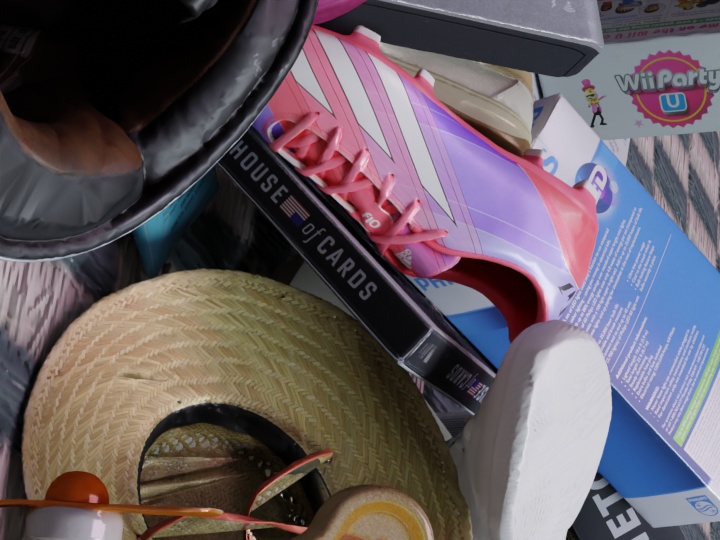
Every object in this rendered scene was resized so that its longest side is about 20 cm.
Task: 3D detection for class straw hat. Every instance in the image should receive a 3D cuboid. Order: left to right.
[{"bbox_3d":[-0.057,0.107,0.865,0.085,0.200,0.202,126,-20,-52],"label":"straw hat"}]

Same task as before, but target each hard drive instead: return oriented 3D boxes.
[{"bbox_3d":[0.031,-0.189,0.928,0.139,0.033,0.201,8,61,-26],"label":"hard drive"}]

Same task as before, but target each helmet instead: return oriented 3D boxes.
[{"bbox_3d":[-0.126,-0.112,0.604,0.200,0.190,0.200,-34,142,-31],"label":"helmet"}]

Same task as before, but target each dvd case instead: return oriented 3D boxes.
[{"bbox_3d":[0.000,0.000,0.946,0.150,0.025,0.200,47,3,19],"label":"dvd case"}]

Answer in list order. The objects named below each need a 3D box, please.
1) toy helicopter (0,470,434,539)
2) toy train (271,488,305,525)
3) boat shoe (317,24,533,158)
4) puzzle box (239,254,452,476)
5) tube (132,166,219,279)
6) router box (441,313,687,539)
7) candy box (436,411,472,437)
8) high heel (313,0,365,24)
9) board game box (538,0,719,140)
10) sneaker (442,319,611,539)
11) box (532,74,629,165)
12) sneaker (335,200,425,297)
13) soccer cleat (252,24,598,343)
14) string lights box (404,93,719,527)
[{"bbox_3d":[-0.068,0.121,0.752,0.133,0.199,0.079,67,-19,3],"label":"toy helicopter"},{"bbox_3d":[-0.034,0.167,0.921,0.034,0.046,0.201,31,71,-80],"label":"toy train"},{"bbox_3d":[-0.011,-0.105,0.927,0.200,0.074,0.067,29,53,-17],"label":"boat shoe"},{"bbox_3d":[0.004,0.101,1.017,0.200,0.025,0.133,54,32,-15],"label":"puzzle box"},{"bbox_3d":[-0.097,-0.095,0.871,0.077,0.050,0.200,-54,141,-44],"label":"tube"},{"bbox_3d":[0.107,0.082,1.121,0.200,0.052,0.157,61,-1,-13],"label":"router box"},{"bbox_3d":[0.037,0.166,1.139,0.200,0.055,0.116,-43,123,-62],"label":"candy box"},{"bbox_3d":[-0.044,-0.178,0.864,0.067,0.096,0.201,78,-3,-60],"label":"high heel"},{"bbox_3d":[0.194,-0.150,1.195,0.200,0.147,0.064,-59,140,-54],"label":"board game box"},{"bbox_3d":[0.053,0.093,0.917,0.075,0.088,0.200,-35,144,-36],"label":"sneaker"},{"bbox_3d":[0.087,-0.114,1.255,0.184,0.105,0.200,62,32,-44],"label":"box"},{"bbox_3d":[0.006,-0.077,1.078,0.077,0.075,0.201,-58,137,-56],"label":"sneaker"},{"bbox_3d":[0.013,-0.041,0.872,0.200,0.067,0.077,29,66,-20],"label":"soccer cleat"},{"bbox_3d":[0.120,0.022,1.005,0.200,0.059,0.103,45,54,-24],"label":"string lights box"}]
